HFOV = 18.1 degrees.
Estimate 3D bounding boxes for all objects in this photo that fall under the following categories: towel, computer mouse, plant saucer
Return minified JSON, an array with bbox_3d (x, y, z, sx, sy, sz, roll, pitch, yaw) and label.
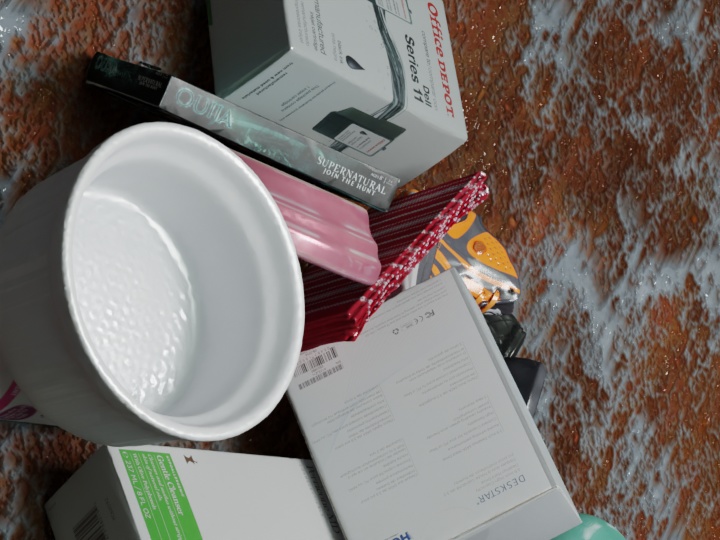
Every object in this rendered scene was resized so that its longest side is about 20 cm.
[{"bbox_3d":[0.000,0.000,1.696,0.200,0.144,0.023,-46,110,-39],"label":"towel"},{"bbox_3d":[0.106,0.118,1.772,0.052,0.200,0.139,19,79,4],"label":"computer mouse"},{"bbox_3d":[-0.073,-0.050,1.587,0.200,0.200,0.051,24,91,-42],"label":"plant saucer"}]

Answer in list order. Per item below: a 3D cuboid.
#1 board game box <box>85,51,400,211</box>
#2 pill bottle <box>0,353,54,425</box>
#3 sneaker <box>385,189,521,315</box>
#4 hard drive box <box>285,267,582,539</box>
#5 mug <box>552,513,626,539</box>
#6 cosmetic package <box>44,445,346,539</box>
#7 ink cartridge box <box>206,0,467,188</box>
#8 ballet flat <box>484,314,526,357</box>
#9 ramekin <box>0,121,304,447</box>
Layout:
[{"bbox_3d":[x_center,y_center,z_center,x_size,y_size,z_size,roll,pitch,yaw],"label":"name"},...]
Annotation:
[{"bbox_3d":[-0.085,-0.100,1.611,0.199,0.135,0.028,24,90,-32],"label":"board game box"},{"bbox_3d":[-0.187,0.049,1.514,0.199,0.113,0.114,10,76,-45],"label":"pill bottle"},{"bbox_3d":[0.070,0.038,1.792,0.112,0.078,0.201,16,72,-21],"label":"sneaker"},{"bbox_3d":[0.046,0.124,1.644,0.201,0.155,0.077,67,7,32],"label":"hard drive box"},{"bbox_3d":[0.173,0.262,1.837,0.152,0.114,0.185,52,37,-32],"label":"mug"},{"bbox_3d":[-0.108,0.190,1.573,0.199,0.085,0.108,8,47,-45],"label":"cosmetic package"},{"bbox_3d":[-0.018,-0.170,1.720,0.200,0.083,0.147,24,46,-42],"label":"ink cartridge box"},{"bbox_3d":[0.067,0.101,1.829,0.057,0.067,0.200,31,50,12],"label":"ballet flat"},{"bbox_3d":[-0.138,0.016,1.421,0.200,0.097,0.201,17,66,-43],"label":"ramekin"}]
